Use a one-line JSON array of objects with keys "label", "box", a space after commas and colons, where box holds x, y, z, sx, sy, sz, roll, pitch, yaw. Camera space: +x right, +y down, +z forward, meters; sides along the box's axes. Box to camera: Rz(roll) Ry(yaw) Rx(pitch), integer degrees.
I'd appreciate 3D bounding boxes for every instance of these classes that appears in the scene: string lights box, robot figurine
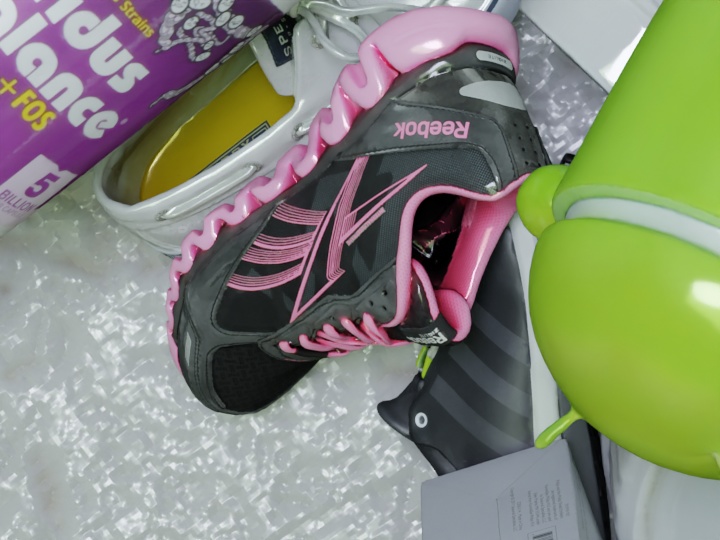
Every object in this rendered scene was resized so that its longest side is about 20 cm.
[{"label": "string lights box", "box": [0.081, 0.174, 0.780, 0.059, 0.103, 0.200, -17, 113, 9]}, {"label": "robot figurine", "box": [0.126, -0.024, 0.668, 0.116, 0.175, 0.200, 41, 71, -37]}]

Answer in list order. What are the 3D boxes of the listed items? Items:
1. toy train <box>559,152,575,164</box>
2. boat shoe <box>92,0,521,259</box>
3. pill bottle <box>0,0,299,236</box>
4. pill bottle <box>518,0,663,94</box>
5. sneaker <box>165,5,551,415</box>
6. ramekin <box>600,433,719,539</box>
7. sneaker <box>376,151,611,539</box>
[{"label": "toy train", "box": [0.168, -0.004, 0.817, 0.200, 0.046, 0.034, 23, 115, 4]}, {"label": "boat shoe", "box": [-0.023, -0.087, 0.811, 0.202, 0.086, 0.075, -39, 64, 12]}, {"label": "pill bottle", "box": [-0.085, -0.110, 0.732, 0.200, 0.112, 0.112, -38, 88, 8]}, {"label": "pill bottle", "box": [0.157, -0.135, 0.775, 0.114, 0.114, 0.200, 44, 99, 3]}, {"label": "sneaker", "box": [0.000, 0.000, 0.790, 0.200, 0.079, 0.095, -50, 53, 34]}, {"label": "ramekin", "box": [0.180, 0.079, 0.769, 0.202, 0.094, 0.203, 5, 113, 12]}, {"label": "sneaker", "box": [0.044, 0.038, 0.824, 0.083, 0.072, 0.200, -7, 93, 10]}]
